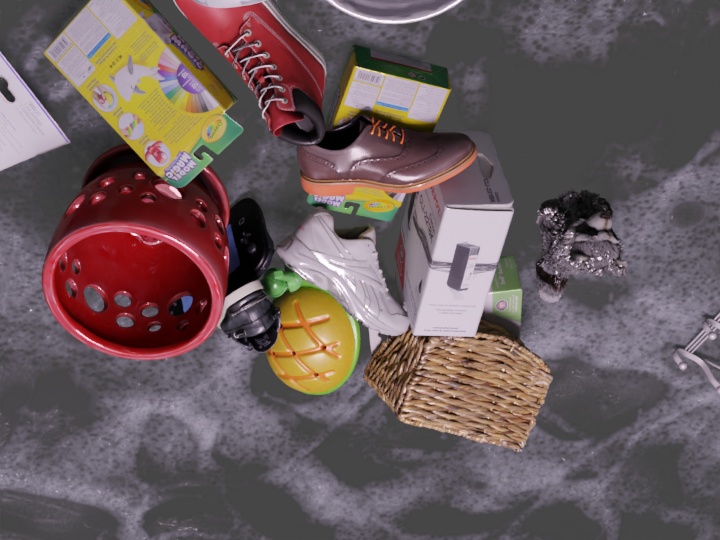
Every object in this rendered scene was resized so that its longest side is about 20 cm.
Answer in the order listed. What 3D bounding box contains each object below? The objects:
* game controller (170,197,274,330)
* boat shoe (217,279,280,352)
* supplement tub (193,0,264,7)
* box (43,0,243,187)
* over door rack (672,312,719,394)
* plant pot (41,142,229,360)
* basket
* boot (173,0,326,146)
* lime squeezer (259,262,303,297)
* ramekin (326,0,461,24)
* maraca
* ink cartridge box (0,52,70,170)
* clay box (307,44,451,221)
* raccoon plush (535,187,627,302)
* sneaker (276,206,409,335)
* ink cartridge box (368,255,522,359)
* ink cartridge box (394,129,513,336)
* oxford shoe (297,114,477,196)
[{"bbox_3d":[-0.180,0.001,1.377,0.200,0.105,0.042,-40,149,28],"label":"game controller"},{"bbox_3d":[-0.127,0.066,1.367,0.074,0.067,0.200,-29,171,-15],"label":"boat shoe"},{"bbox_3d":[-0.127,-0.355,1.034,0.121,0.123,0.202,-7,134,2],"label":"supplement tub"},{"bbox_3d":[-0.218,-0.192,1.181,0.117,0.048,0.200,-36,101,27],"label":"box"},{"bbox_3d":[0.557,0.112,1.574,0.198,0.067,0.148,18,130,-21],"label":"over door rack"},{"bbox_3d":[-0.242,-0.029,1.280,0.197,0.184,0.202,1,129,1],"label":"plant pot"},{"bbox_3d":[0.125,0.124,1.456,0.198,0.149,0.144,16,100,-23],"label":"basket"},{"bbox_3d":[-0.111,-0.215,1.153,0.199,0.145,0.072,35,124,-30],"label":"boot"},{"bbox_3d":[-0.112,0.018,1.402,0.199,0.070,0.038,-17,101,61],"label":"lime squeezer"},{"bbox_3d":[0.031,-0.347,1.069,0.197,0.106,0.202,-3,133,-3],"label":"ramekin"},{"bbox_3d":[-0.058,0.068,1.451,0.136,0.107,0.202,23,117,13],"label":"maraca"},{"bbox_3d":[-0.445,-0.183,1.219,0.198,0.044,0.199,-18,132,15],"label":"ink cartridge box"},{"bbox_3d":[0.015,-0.150,1.291,0.113,0.048,0.201,11,132,-15],"label":"clay box"},{"bbox_3d":[0.275,-0.001,1.394,0.095,0.135,0.202,-7,133,0],"label":"raccoon plush"},{"bbox_3d":[0.000,0.000,1.347,0.199,0.078,0.100,39,89,-29],"label":"sneaker"},{"bbox_3d":[0.106,0.052,1.475,0.197,0.068,0.118,-6,135,-1],"label":"ink cartridge box"},{"bbox_3d":[0.105,-0.044,1.329,0.082,0.145,0.202,2,133,-12],"label":"ink cartridge box"},{"bbox_3d":[0.028,-0.130,1.231,0.197,0.072,0.073,-8,129,3],"label":"oxford shoe"}]
